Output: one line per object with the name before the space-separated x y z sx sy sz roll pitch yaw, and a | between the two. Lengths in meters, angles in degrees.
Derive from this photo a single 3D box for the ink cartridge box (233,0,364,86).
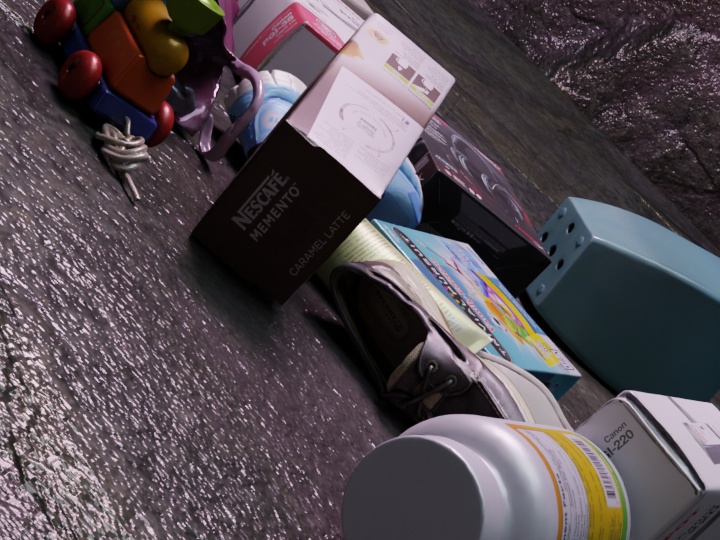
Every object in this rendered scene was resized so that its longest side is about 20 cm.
ink cartridge box | -0.045 -0.192 1.811 0.146 0.083 0.200 37 16 -29

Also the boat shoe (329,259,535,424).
boat shoe | 0.042 0.071 1.348 0.065 0.073 0.200 6 36 -52

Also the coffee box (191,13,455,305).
coffee box | -0.021 -0.079 1.366 0.080 0.114 0.200 39 31 -5

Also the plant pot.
plant pot | 0.257 0.027 1.949 0.199 0.142 0.141 32 18 -25

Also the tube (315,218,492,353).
tube | 0.000 0.000 1.448 0.200 0.058 0.052 46 13 14

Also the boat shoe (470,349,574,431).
boat shoe | 0.126 0.136 1.455 0.200 0.073 0.063 38 -29 -4

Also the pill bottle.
pill bottle | 0.068 0.137 1.122 0.111 0.111 0.200 50 15 22

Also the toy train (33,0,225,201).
toy train | -0.132 -0.140 1.332 0.085 0.116 0.200 32 18 -40

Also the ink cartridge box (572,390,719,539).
ink cartridge box | 0.170 0.154 1.294 0.085 0.146 0.200 52 15 22

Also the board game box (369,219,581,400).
board game box | 0.080 0.038 1.582 0.151 0.047 0.200 50 14 19

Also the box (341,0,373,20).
box | -0.083 -0.279 1.965 0.200 0.082 0.068 33 17 -46

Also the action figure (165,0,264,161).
action figure | -0.112 -0.193 1.513 0.149 0.134 0.200 43 16 -10

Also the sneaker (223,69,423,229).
sneaker | -0.028 -0.069 1.575 0.200 0.078 0.090 30 38 -37

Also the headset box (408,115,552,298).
headset box | 0.072 -0.071 1.816 0.149 0.077 0.200 37 17 -28
